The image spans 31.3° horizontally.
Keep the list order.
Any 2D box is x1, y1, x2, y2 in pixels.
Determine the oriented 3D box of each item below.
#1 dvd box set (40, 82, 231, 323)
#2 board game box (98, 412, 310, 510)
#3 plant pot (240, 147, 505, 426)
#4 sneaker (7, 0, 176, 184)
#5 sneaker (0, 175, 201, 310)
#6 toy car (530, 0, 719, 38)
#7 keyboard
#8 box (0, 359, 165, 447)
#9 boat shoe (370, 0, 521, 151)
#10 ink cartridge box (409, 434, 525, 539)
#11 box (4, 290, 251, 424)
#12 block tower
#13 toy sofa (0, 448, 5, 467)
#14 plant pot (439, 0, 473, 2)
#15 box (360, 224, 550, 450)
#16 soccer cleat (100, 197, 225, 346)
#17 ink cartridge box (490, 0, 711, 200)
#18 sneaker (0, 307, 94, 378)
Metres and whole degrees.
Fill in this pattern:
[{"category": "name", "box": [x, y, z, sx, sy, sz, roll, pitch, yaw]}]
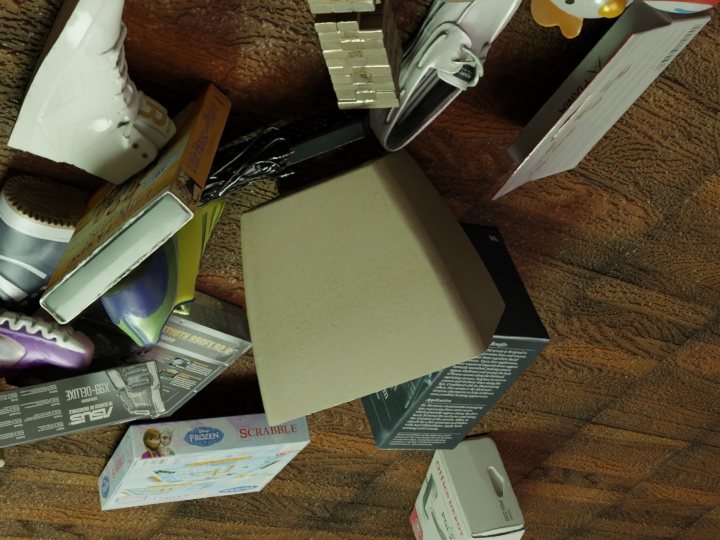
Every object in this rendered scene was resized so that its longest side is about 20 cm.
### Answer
[{"category": "dvd box set", "box": [-0.174, -0.058, 1.016, 0.146, 0.201, 0.029, -37, 112, 23]}, {"category": "board game box", "box": [-0.181, 0.214, 1.452, 0.198, 0.042, 0.200, -2, 156, -24]}, {"category": "plant pot", "box": [0.000, 0.000, 1.140, 0.198, 0.179, 0.200, -19, -174, 14]}, {"category": "sneaker", "box": [-0.184, -0.145, 0.971, 0.115, 0.074, 0.200, 22, 139, -17]}, {"category": "sneaker", "box": [-0.247, -0.010, 1.142, 0.199, 0.071, 0.109, 19, 126, -36]}, {"category": "toy car", "box": [0.201, -0.244, 0.995, 0.183, 0.179, 0.200, -1, 152, -30]}, {"category": "keyboard", "box": [-0.087, -0.106, 1.079, 0.198, 0.104, 0.040, -21, 117, 5]}, {"category": "box", "box": [-0.284, 0.127, 1.167, 0.198, 0.050, 0.158, -11, 176, -17]}, {"category": "boat shoe", "box": [0.079, -0.179, 1.089, 0.073, 0.067, 0.200, 12, 133, -38]}, {"category": "ink cartridge box", "box": [0.140, 0.339, 1.728, 0.084, 0.147, 0.201, -6, 142, -19]}, {"category": "box", "box": [-0.230, 0.074, 1.279, 0.158, 0.049, 0.199, -40, 141, 24]}, {"category": "block tower", "box": [-0.008, -0.212, 1.000, 0.053, 0.058, 0.201, 0, 145, 12]}, {"category": "toy sofa", "box": [-0.456, 0.177, 1.270, 0.198, 0.083, 0.098, -14, 144, -10]}, {"category": "plant pot", "box": [0.070, -0.274, 0.877, 0.198, 0.202, 0.175, -17, 161, -6]}, {"category": "box", "box": [0.083, 0.072, 1.349, 0.106, 0.149, 0.201, 6, 137, -33]}, {"category": "soccer cleat", "box": [-0.162, -0.008, 1.096, 0.064, 0.201, 0.084, -15, 114, 24]}, {"category": "ink cartridge box", "box": [0.201, -0.158, 1.136, 0.176, 0.045, 0.200, -21, 156, -52]}, {"category": "sneaker", "box": [-0.335, 0.073, 1.130, 0.198, 0.090, 0.080, 10, 175, 0]}]
